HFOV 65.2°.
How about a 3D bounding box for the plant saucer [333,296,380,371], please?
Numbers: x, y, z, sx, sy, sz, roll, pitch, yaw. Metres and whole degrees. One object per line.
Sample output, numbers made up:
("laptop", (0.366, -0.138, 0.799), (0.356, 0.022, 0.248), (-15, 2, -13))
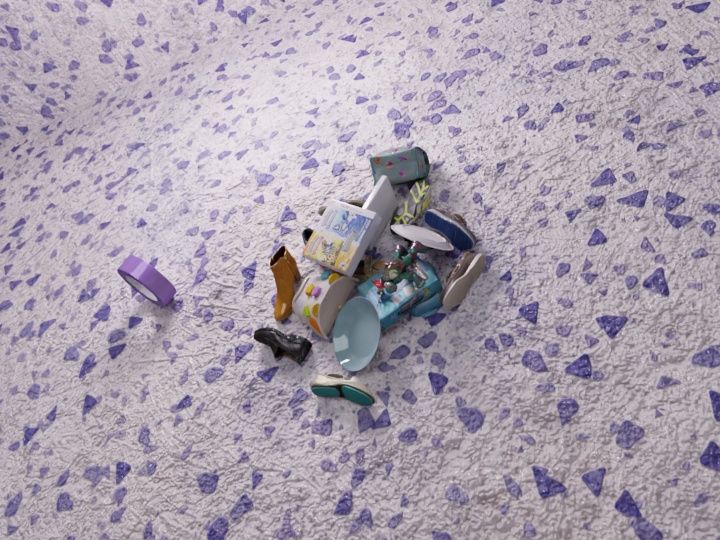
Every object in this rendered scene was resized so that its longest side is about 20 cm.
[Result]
("plant saucer", (-0.001, 0.177, 1.556), (0.199, 0.038, 0.206), (-19, 64, 46))

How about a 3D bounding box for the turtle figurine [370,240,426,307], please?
("turtle figurine", (0.107, 0.012, 1.532), (0.147, 0.101, 0.202), (4, 51, 30))

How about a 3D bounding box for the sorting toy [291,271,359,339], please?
("sorting toy", (-0.130, 0.077, 1.686), (0.178, 0.107, 0.202), (12, 68, 49))

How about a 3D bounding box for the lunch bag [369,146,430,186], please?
("lunch bag", (0.138, -0.350, 1.893), (0.167, 0.125, 0.200), (-7, 9, 20))

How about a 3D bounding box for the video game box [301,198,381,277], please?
("video game box", (-0.058, -0.102, 1.680), (0.180, 0.047, 0.203), (19, 75, 36))

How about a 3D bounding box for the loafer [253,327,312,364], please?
("loafer", (-0.239, 0.219, 1.647), (0.196, 0.073, 0.073), (8, 61, 30))

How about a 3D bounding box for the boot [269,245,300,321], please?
("boot", (-0.250, 0.037, 1.746), (0.069, 0.145, 0.204), (-1, 53, 23))

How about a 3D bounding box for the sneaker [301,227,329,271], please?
("sneaker", (-0.130, -0.072, 1.812), (0.079, 0.096, 0.199), (-43, 50, -15))

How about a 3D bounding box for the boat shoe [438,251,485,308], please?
("boat shoe", (0.276, 0.024, 1.578), (0.059, 0.072, 0.201), (20, 59, 41))

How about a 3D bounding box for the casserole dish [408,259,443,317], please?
("casserole dish", (0.171, 0.043, 1.629), (0.119, 0.039, 0.202), (-22, 47, 7))

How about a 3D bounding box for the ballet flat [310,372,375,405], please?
("ballet flat", (-0.041, 0.307, 1.497), (0.196, 0.070, 0.070), (5, 55, 27))

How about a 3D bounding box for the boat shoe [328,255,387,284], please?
("boat shoe", (0.000, 0.000, 1.721), (0.196, 0.063, 0.074), (-10, 50, 16))

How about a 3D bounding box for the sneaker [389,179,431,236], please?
("sneaker", (0.169, -0.187, 1.793), (0.075, 0.076, 0.201), (33, 82, 36))

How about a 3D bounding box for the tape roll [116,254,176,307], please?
("tape roll", (-0.725, 0.038, 1.915), (0.197, 0.202, 0.066), (17, 60, 33))

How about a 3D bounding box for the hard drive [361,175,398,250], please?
("hard drive", (0.051, -0.183, 1.797), (0.026, 0.133, 0.202), (13, 59, 32))

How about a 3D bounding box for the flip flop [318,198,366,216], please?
("flip flop", (-0.053, -0.196, 1.898), (0.196, 0.081, 0.059), (-6, 68, 21))

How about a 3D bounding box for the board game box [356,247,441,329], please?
("board game box", (0.108, 0.049, 1.596), (0.198, 0.047, 0.152), (-35, 47, -1))

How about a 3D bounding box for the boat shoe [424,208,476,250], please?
("boat shoe", (0.283, -0.135, 1.695), (0.072, 0.073, 0.200), (-23, 49, -33))

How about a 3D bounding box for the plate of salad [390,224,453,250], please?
("plate of salad", (0.179, -0.089, 1.662), (0.199, 0.198, 0.049), (33, 111, 38))
